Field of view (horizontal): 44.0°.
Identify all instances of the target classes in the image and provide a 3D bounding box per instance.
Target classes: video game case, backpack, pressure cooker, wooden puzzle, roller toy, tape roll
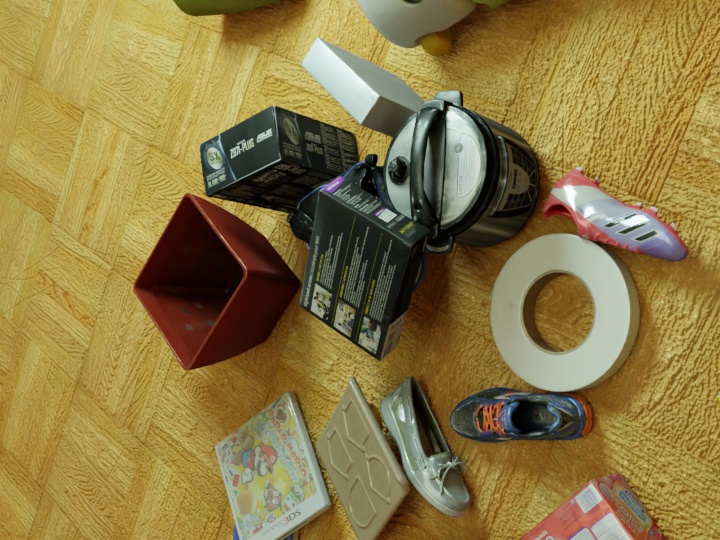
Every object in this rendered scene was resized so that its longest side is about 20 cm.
[{"bbox_3d":[-0.146,0.329,1.432,0.181,0.023,0.203,-37,56,23],"label":"video game case"},{"bbox_3d":[0.010,-0.040,1.294,0.199,0.152,0.194,-28,69,43],"label":"backpack"},{"bbox_3d":[0.126,-0.122,1.178,0.179,0.198,0.177,-47,60,24],"label":"pressure cooker"},{"bbox_3d":[0.008,0.281,1.295,0.187,0.045,0.202,61,145,34],"label":"wooden puzzle"},{"bbox_3d":[0.071,-0.419,1.265,0.138,0.198,0.186,-25,58,34],"label":"roller toy"},{"bbox_3d":[0.261,0.055,1.156,0.200,0.037,0.208,-5,83,39],"label":"tape roll"}]

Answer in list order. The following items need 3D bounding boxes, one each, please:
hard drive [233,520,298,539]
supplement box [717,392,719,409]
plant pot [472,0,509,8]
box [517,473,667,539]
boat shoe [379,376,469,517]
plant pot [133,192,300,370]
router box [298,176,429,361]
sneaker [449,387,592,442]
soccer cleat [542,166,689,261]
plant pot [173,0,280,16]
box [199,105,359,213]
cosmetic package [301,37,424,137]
[{"bbox_3d":[-0.157,0.451,1.454,0.130,0.025,0.205,3,87,38],"label":"hard drive"},{"bbox_3d":[0.465,0.217,0.932,0.107,0.109,0.205,-18,75,35],"label":"supplement box"},{"bbox_3d":[0.208,-0.452,1.170,0.183,0.198,0.204,-31,67,43],"label":"plant pot"},{"bbox_3d":[0.261,0.351,1.089,0.201,0.094,0.103,-49,59,24],"label":"box"},{"bbox_3d":[0.096,0.246,1.246,0.065,0.074,0.204,-48,52,29],"label":"boat shoe"},{"bbox_3d":[-0.218,0.022,1.452,0.200,0.175,0.202,48,114,31],"label":"plant pot"},{"bbox_3d":[0.000,0.000,1.176,0.148,0.051,0.203,32,132,21],"label":"router box"},{"bbox_3d":[0.199,0.188,1.165,0.197,0.078,0.077,-12,77,37],"label":"sneaker"},{"bbox_3d":[0.313,-0.055,1.102,0.077,0.067,0.200,-49,51,0],"label":"soccer cleat"},{"bbox_3d":[-0.199,-0.521,1.510,0.196,0.186,0.191,12,93,23],"label":"plant pot"},{"bbox_3d":[-0.122,-0.165,1.378,0.162,0.198,0.088,-19,74,35],"label":"box"},{"bbox_3d":[0.029,-0.245,1.268,0.052,0.198,0.151,-51,57,20],"label":"cosmetic package"}]
